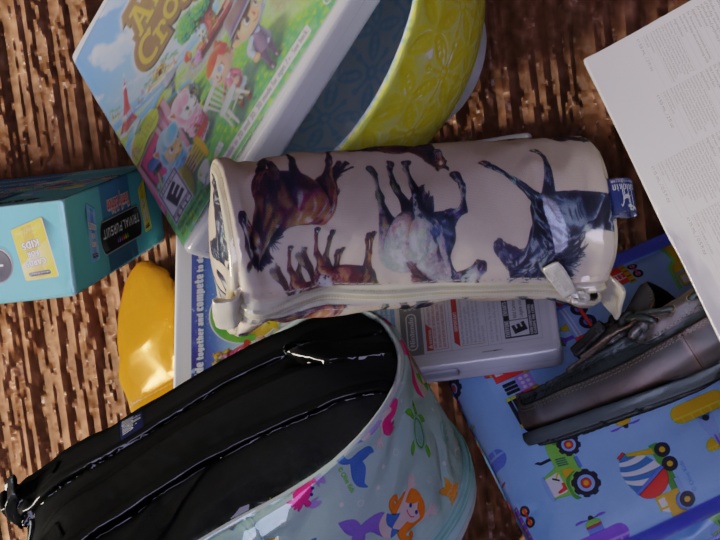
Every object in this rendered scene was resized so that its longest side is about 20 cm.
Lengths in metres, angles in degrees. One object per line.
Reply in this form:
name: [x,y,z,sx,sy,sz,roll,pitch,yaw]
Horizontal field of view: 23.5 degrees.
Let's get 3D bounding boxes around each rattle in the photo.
rattle: [-0.046,0.097,0.974,0.199,0.143,0.131,11,127,-15]

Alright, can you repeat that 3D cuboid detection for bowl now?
bowl: [0.000,-0.123,0.886,0.107,0.200,0.201,14,103,-40]

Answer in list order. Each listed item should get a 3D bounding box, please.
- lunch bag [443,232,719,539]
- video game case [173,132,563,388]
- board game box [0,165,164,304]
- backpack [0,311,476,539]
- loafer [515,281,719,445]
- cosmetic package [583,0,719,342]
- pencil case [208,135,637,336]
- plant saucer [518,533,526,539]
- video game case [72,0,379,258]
lunch bag: [0.160,0.065,0.899,0.199,0.094,0.151,-27,63,0]
video game case: [0.000,0.000,0.914,0.198,0.018,0.144,-8,54,6]
board game box: [-0.195,-0.016,0.883,0.150,0.200,0.047,-6,98,6]
backpack: [-0.044,0.114,0.798,0.200,0.178,0.151,-37,111,0]
loafer: [0.160,0.023,0.813,0.199,0.072,0.063,-24,82,19]
cosmetic package: [0.178,-0.021,0.750,0.082,0.051,0.201,-28,73,18]
pencil case: [0.023,-0.015,0.786,0.198,0.090,0.078,-5,132,-17]
plant saucer: [0.175,0.194,0.963,0.198,0.037,0.202,1,97,5]
video game case: [-0.064,-0.138,0.865,0.022,0.182,0.201,15,118,-40]
